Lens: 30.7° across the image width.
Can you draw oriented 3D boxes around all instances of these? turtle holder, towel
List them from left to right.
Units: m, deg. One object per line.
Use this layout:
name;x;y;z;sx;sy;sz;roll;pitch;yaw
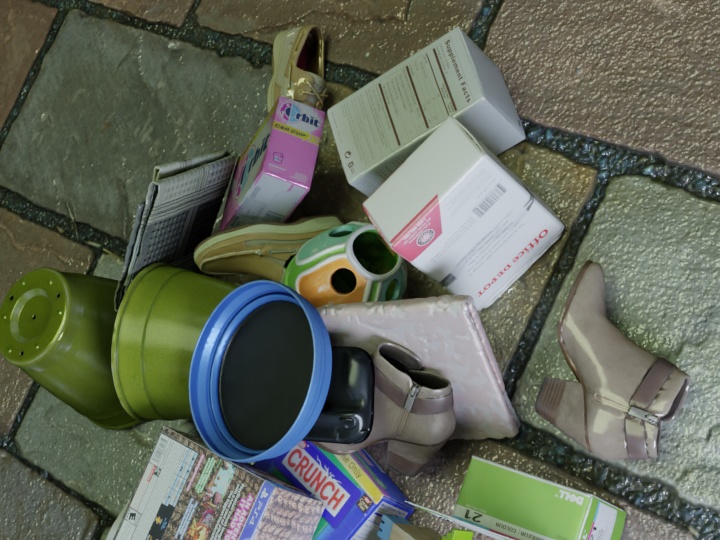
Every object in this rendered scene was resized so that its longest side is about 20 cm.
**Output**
towel;-0.242;-0.056;1.685;0.034;0.200;0.194;28;115;15
turtle holder;0.001;0.010;1.557;0.132;0.184;0.142;-48;58;44
towel;0.064;0.111;1.463;0.198;0.192;0.032;-6;33;32

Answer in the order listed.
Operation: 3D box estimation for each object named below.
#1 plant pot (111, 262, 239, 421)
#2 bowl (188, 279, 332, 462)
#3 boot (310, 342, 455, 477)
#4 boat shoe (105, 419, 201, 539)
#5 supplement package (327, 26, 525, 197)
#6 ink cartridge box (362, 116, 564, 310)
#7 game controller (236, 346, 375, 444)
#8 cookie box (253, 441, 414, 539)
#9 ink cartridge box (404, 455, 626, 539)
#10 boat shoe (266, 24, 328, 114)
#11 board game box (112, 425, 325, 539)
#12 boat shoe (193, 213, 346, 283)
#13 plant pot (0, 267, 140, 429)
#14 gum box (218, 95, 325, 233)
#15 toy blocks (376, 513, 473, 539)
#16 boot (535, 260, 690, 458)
plant pot;-0.173;0.099;1.626;0.191;0.200;0.202;6;74;22
bowl;-0.111;0.113;1.457;0.199;0.039;0.203;-15;67;39
boot;0.013;0.142;1.458;0.198;0.070;0.147;21;127;12
boat shoe;-0.249;0.289;1.665;0.068;0.072;0.201;30;82;16
supplement package;0.079;-0.179;1.600;0.199;0.117;0.118;-30;57;20
ink cartridge box;0.119;-0.059;1.473;0.146;0.200;0.085;-44;48;10
game controller;-0.062;0.136;1.461;0.199;0.042;0.106;-2;76;41
cookie box;-0.064;0.288;1.532;0.200;0.075;0.171;-50;51;6
ink cartridge box;0.160;0.240;1.323;0.147;0.200;0.076;14;79;36
boat shoe;-0.078;-0.247;1.760;0.069;0.073;0.202;-20;60;32
board game box;-0.165;0.292;1.489;0.199;0.097;0.161;20;84;40
boat shoe;-0.107;-0.017;1.642;0.198;0.072;0.077;-12;67;-7
plant pot;-0.369;0.089;1.734;0.199;0.193;0.203;-13;65;28
gum box;-0.117;-0.117;1.673;0.200;0.066;0.115;134;150;-57
toy blocks;0.039;0.351;1.430;0.136;0.099;0.202;26;102;58
boot;0.276;0.099;1.386;0.145;0.070;0.202;14;80;30
